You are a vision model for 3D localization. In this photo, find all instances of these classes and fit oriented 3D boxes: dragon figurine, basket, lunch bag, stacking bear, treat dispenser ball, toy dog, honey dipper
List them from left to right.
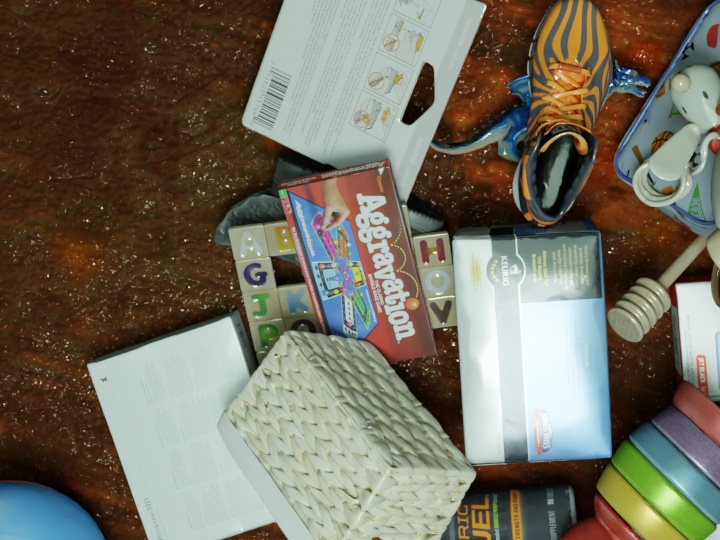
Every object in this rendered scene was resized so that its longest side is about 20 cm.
[{"bbox_3d":[-0.330,0.297,1.323,0.199,0.201,0.203,1,96,7],"label":"treat dispenser ball"},{"bbox_3d":[-0.010,0.159,1.245,0.124,0.135,0.200,-56,50,20],"label":"basket"},{"bbox_3d":[0.160,-0.148,1.286,0.198,0.059,0.100,1,94,2],"label":"dragon figurine"},{"bbox_3d":[0.249,0.203,1.210,0.200,0.121,0.114,-48,123,4],"label":"stacking bear"},{"bbox_3d":[0.293,-0.014,1.258,0.200,0.038,0.038,-42,90,-23],"label":"honey dipper"},{"bbox_3d":[0.285,-0.083,1.127,0.132,0.096,0.200,-56,47,15],"label":"toy dog"},{"bbox_3d":[0.321,-0.134,1.235,0.201,0.075,0.160,-57,43,7],"label":"lunch bag"}]

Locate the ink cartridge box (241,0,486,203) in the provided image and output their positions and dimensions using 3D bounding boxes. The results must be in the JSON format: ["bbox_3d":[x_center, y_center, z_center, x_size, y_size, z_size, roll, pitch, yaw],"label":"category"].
[{"bbox_3d":[0.004,-0.188,1.279,0.175,0.045,0.201,27,114,9],"label":"ink cartridge box"}]

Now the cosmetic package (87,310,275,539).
[{"bbox_3d":[-0.157,0.157,1.363,0.150,0.052,0.202,-18,94,6],"label":"cosmetic package"}]

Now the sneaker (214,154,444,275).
[{"bbox_3d":[-0.030,-0.039,1.325,0.198,0.060,0.105,20,106,1],"label":"sneaker"}]

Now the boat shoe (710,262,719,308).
[{"bbox_3d":[0.360,-0.044,1.155,0.070,0.070,0.201,25,101,-23],"label":"boat shoe"}]

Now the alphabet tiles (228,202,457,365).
[{"bbox_3d":[-0.010,0.021,1.317,0.198,0.008,0.168,-7,119,6],"label":"alphabet tiles"}]

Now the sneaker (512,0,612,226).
[{"bbox_3d":[0.178,-0.135,1.201,0.077,0.112,0.202,6,95,0],"label":"sneaker"}]

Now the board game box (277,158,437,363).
[{"bbox_3d":[0.000,0.000,1.291,0.102,0.020,0.201,-12,119,7],"label":"board game box"}]

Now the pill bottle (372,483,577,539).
[{"bbox_3d":[0.103,0.258,1.315,0.198,0.106,0.107,-6,95,7],"label":"pill bottle"}]

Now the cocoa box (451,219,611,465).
[{"bbox_3d":[0.154,0.060,1.273,0.130,0.133,0.202,-3,96,7],"label":"cocoa box"}]

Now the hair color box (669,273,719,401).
[{"bbox_3d":[0.385,0.055,1.281,0.198,0.064,0.112,-6,94,6],"label":"hair color box"}]

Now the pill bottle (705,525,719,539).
[{"bbox_3d":[0.373,0.220,1.275,0.198,0.112,0.113,-15,94,8],"label":"pill bottle"}]
